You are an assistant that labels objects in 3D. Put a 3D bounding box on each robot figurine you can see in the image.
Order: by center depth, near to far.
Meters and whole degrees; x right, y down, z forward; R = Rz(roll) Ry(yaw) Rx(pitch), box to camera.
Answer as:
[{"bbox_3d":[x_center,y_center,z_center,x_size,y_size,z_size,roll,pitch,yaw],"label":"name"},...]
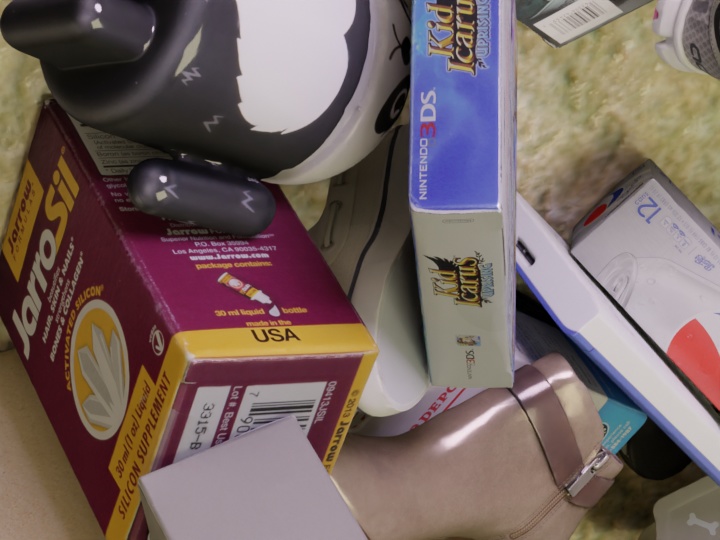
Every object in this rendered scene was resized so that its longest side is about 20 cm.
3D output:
[{"bbox_3d":[-0.065,-0.111,1.233,0.200,0.125,0.150,17,116,-42],"label":"robot figurine"}]

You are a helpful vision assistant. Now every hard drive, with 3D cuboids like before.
[{"bbox_3d":[0.138,0.034,1.485,0.025,0.132,0.200,-41,137,7],"label":"hard drive"}]

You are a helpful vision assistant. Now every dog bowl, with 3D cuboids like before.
[{"bbox_3d":[0.244,0.156,1.649,0.200,0.059,0.200,-23,167,-6],"label":"dog bowl"}]

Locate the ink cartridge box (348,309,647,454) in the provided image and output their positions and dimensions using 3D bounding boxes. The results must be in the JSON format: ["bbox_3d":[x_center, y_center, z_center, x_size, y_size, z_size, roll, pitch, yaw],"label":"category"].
[{"bbox_3d":[0.047,0.073,1.461,0.200,0.067,0.116,25,114,-43],"label":"ink cartridge box"}]

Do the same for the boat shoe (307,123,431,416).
[{"bbox_3d":[0.000,0.000,1.333,0.070,0.200,0.071,-11,130,19],"label":"boat shoe"}]

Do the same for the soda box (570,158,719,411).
[{"bbox_3d":[0.205,0.034,1.491,0.063,0.068,0.200,-42,96,11],"label":"soda box"}]

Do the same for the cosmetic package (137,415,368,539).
[{"bbox_3d":[-0.021,0.173,1.174,0.090,0.200,0.107,-20,140,-11],"label":"cosmetic package"}]

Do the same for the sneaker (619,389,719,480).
[{"bbox_3d":[0.228,0.071,1.585,0.075,0.116,0.200,5,125,-34],"label":"sneaker"}]

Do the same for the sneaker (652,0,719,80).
[{"bbox_3d":[0.211,-0.168,1.265,0.074,0.087,0.200,4,118,-39],"label":"sneaker"}]

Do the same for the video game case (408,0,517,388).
[{"bbox_3d":[0.049,-0.072,1.259,0.045,0.200,0.181,-1,153,6],"label":"video game case"}]

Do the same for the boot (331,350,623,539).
[{"bbox_3d":[0.051,0.094,1.393,0.146,0.070,0.200,-38,139,-2],"label":"boot"}]

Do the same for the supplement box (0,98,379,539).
[{"bbox_3d":[-0.090,0.024,1.287,0.103,0.200,0.131,-2,129,-29],"label":"supplement box"}]

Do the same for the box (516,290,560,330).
[{"bbox_3d":[0.044,0.050,1.515,0.110,0.035,0.200,-46,136,14],"label":"box"}]

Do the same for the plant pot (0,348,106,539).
[{"bbox_3d":[-0.158,0.153,1.382,0.177,0.200,0.200,-35,139,-12],"label":"plant pot"}]

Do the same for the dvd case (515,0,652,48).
[{"bbox_3d":[0.098,-0.183,1.301,0.146,0.022,0.200,-26,144,30],"label":"dvd case"}]
